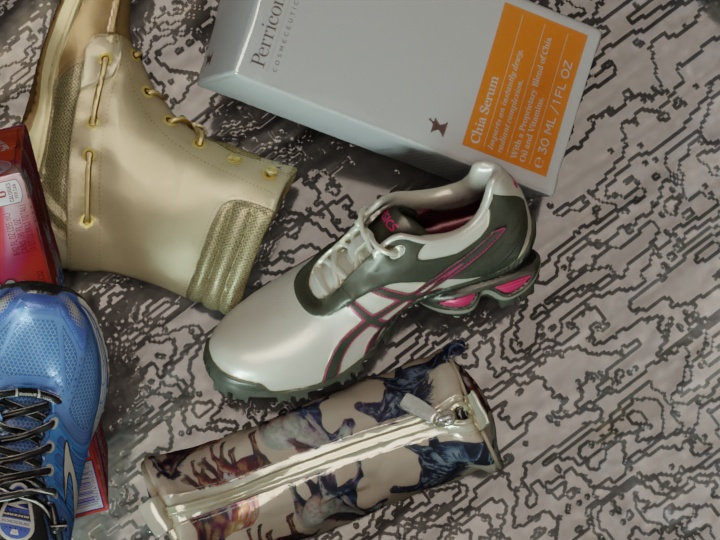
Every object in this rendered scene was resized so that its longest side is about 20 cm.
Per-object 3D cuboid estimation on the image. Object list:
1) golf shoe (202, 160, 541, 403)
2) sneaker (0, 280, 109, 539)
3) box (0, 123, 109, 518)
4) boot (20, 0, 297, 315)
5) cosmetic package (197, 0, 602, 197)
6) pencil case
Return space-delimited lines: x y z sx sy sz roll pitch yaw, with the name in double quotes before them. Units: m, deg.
"golf shoe" 0.000 0.000 1.421 0.199 0.088 0.077 -26 52 -7
"sneaker" -0.170 0.103 1.333 0.078 0.089 0.201 4 109 -9
"box" -0.204 0.035 1.404 0.099 0.096 0.201 -13 110 -2
"boot" -0.107 -0.085 1.464 0.155 0.073 0.201 16 86 2
"cosmetic package" 0.022 -0.118 1.439 0.199 0.071 0.102 19 83 -20
"pencil case" -0.022 0.107 1.436 0.199 0.089 0.078 -20 71 -2
